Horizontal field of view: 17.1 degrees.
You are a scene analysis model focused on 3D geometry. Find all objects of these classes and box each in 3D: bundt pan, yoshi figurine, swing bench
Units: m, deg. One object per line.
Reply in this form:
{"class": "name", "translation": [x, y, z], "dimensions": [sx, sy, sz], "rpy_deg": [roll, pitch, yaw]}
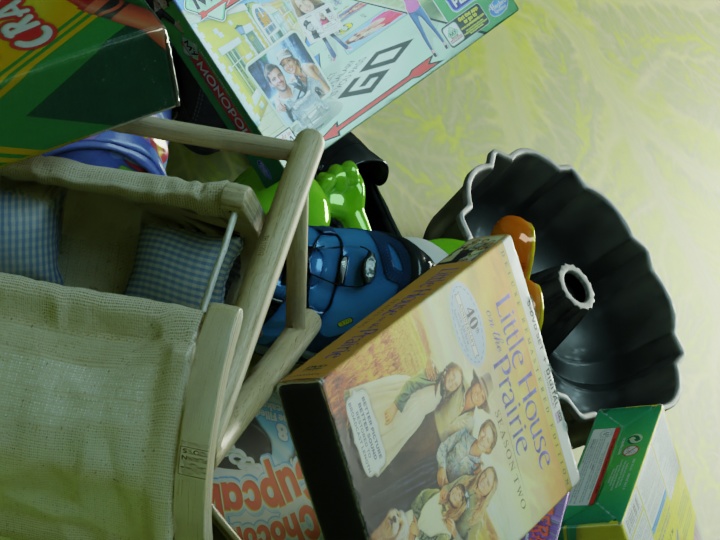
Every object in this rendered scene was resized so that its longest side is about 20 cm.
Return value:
{"class": "bundt pan", "translation": [0.111, 0.027, 1.521], "dimensions": [0.201, 0.076, 0.203], "rpy_deg": [30, 43, -32]}
{"class": "yoshi figurine", "translation": [0.002, -0.009, 1.344], "dimensions": [0.198, 0.112, 0.113], "rpy_deg": [5, 81, -6]}
{"class": "swing bench", "translation": [-0.136, 0.023, 1.118], "dimensions": [0.197, 0.131, 0.200], "rpy_deg": [10, 38, 12]}

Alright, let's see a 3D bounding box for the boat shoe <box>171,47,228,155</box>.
{"class": "boat shoe", "translation": [-0.095, -0.127, 1.412], "dimensions": [0.070, 0.066, 0.200], "rpy_deg": [30, 19, -28]}

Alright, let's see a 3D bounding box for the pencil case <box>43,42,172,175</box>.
{"class": "pencil case", "translation": [-0.145, -0.112, 1.332], "dimensions": [0.078, 0.086, 0.201], "rpy_deg": [39, 37, -39]}

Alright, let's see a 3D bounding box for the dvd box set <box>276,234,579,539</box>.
{"class": "dvd box set", "translation": [0.040, 0.084, 1.206], "dimensions": [0.200, 0.029, 0.147], "rpy_deg": [-34, 112, -53]}

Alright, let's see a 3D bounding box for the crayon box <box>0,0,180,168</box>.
{"class": "crayon box", "translation": [-0.200, -0.095, 1.123], "dimensions": [0.199, 0.051, 0.127], "rpy_deg": [-22, 43, -17]}

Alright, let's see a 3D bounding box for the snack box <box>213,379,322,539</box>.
{"class": "snack box", "translation": [-0.079, 0.112, 1.272], "dimensions": [0.199, 0.037, 0.117], "rpy_deg": [18, 52, -40]}

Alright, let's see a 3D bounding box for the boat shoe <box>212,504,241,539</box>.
{"class": "boat shoe", "translation": [-0.068, 0.178, 1.181], "dimensions": [0.073, 0.062, 0.201], "rpy_deg": [-51, 117, -33]}

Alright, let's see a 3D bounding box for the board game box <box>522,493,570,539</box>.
{"class": "board game box", "translation": [0.071, 0.222, 1.292], "dimensions": [0.032, 0.121, 0.201], "rpy_deg": [14, 41, 7]}

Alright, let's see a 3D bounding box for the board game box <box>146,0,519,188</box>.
{"class": "board game box", "translation": [-0.016, -0.153, 1.343], "dimensions": [0.200, 0.029, 0.135], "rpy_deg": [-38, 97, -33]}

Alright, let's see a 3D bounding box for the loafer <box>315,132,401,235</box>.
{"class": "loafer", "translation": [-0.013, -0.055, 1.449], "dimensions": [0.068, 0.070, 0.202], "rpy_deg": [4, 60, -49]}

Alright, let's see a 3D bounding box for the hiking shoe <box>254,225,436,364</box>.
{"class": "hiking shoe", "translation": [-0.060, 0.005, 1.251], "dimensions": [0.087, 0.198, 0.075], "rpy_deg": [59, 33, -71]}

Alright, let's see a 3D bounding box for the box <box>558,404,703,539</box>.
{"class": "box", "translation": [0.174, 0.194, 1.437], "dimensions": [0.201, 0.048, 0.118], "rpy_deg": [68, 30, -27]}
